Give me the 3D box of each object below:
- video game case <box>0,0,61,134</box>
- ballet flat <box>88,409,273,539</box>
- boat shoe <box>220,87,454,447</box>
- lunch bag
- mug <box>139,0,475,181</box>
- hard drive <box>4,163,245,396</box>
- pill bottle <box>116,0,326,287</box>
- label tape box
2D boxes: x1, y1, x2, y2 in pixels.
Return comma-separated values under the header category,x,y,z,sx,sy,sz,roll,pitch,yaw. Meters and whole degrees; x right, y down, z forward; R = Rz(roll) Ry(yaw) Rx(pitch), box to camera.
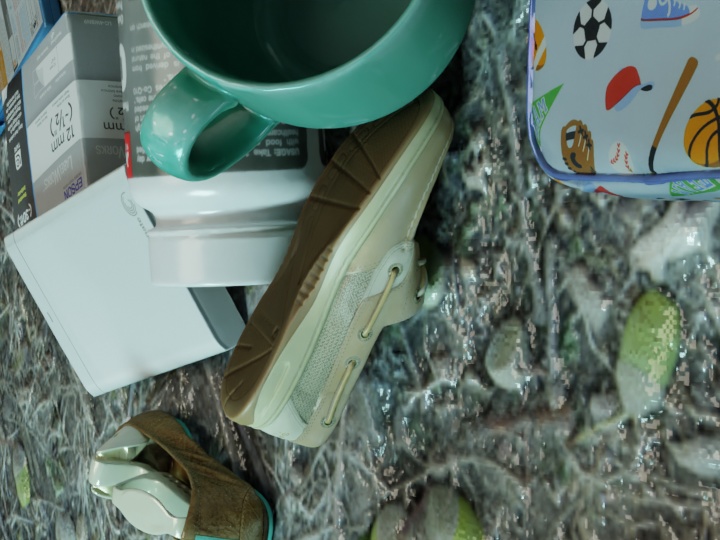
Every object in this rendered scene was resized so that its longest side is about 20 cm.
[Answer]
category,x,y,z,sx,sy,sz,roll,pitch,yaw
video game case,-0.307,-0.209,1.365,0.200,0.018,0.143,-45,53,48
ballet flat,-0.130,0.138,1.023,0.200,0.072,0.068,29,114,55
boat shoe,0.000,0.000,0.830,0.200,0.065,0.072,-61,24,8
lunch bag,0.144,-0.105,0.593,0.200,0.075,0.161,4,90,58
mug,-0.033,-0.140,0.786,0.185,0.114,0.152,-24,76,12
hard drive,-0.162,0.009,1.065,0.200,0.027,0.132,-21,99,53
pill bottle,-0.078,-0.093,0.900,0.114,0.114,0.201,1,95,58
label tape box,-0.199,-0.065,1.146,0.143,0.066,0.201,-30,62,54
